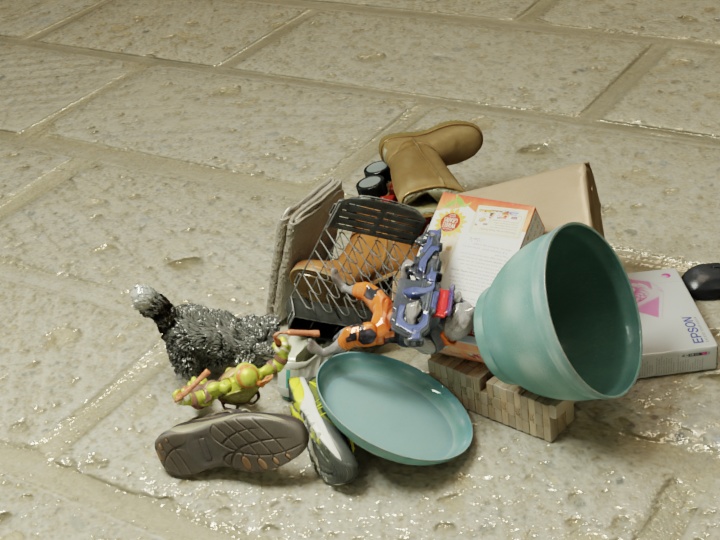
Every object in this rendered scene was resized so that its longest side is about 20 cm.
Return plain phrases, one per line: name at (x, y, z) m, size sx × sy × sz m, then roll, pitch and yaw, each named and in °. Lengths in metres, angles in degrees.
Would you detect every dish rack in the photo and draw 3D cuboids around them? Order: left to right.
dish rack at (0.000, 0.000, 1.589) m, size 0.152 × 0.201 × 0.055 m, roll 10°, pitch 32°, yaw -31°

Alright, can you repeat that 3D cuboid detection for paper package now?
paper package at (0.223, -0.023, 1.637) m, size 0.198 × 0.104 × 0.192 m, roll -13°, pitch 53°, yaw 17°

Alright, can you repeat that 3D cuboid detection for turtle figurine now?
turtle figurine at (-0.146, 0.135, 1.525) m, size 0.199 × 0.065 × 0.161 m, roll -27°, pitch -1°, yaw -24°

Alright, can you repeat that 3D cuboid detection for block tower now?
block tower at (0.169, 0.145, 1.514) m, size 0.199 × 0.058 × 0.054 m, roll 17°, pitch 38°, yaw 39°

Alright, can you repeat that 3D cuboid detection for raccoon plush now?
raccoon plush at (-0.189, 0.077, 1.596) m, size 0.133 × 0.200 × 0.098 m, roll -13°, pitch 65°, yaw 21°

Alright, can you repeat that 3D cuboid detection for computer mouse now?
computer mouse at (0.530, -0.001, 1.702) m, size 0.198 × 0.034 × 0.059 m, roll -13°, pitch 30°, yaw -10°

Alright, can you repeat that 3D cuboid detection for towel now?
towel at (-0.080, -0.028, 1.725) m, size 0.034 × 0.201 × 0.132 m, roll 30°, pitch 43°, yaw 20°

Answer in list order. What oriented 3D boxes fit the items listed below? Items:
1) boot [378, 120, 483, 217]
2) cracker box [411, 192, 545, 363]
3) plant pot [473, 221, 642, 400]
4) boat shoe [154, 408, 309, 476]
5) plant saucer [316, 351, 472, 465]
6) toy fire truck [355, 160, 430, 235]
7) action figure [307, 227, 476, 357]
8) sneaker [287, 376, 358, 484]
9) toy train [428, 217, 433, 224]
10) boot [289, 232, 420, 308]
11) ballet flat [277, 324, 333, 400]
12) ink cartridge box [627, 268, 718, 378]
boot at (0.121, -0.147, 1.836) m, size 0.173 × 0.067 × 0.200 m, roll -12°, pitch 30°, yaw -6°
cracker box at (0.134, 0.008, 1.557) m, size 0.133 × 0.058 × 0.202 m, roll 11°, pitch 65°, yaw 30°
plant pot at (0.215, 0.060, 1.429) m, size 0.133 × 0.202 × 0.200 m, roll -19°, pitch 18°, yaw 38°
boat shoe at (-0.148, 0.191, 1.468) m, size 0.198 × 0.075 × 0.073 m, roll -7°, pitch 21°, yaw 23°
plant saucer at (0.037, 0.166, 1.467) m, size 0.198 × 0.028 × 0.201 m, roll 18°, pitch 26°, yaw -9°
toy fire truck at (0.100, -0.085, 1.879) m, size 0.198 × 0.130 × 0.177 m, roll -7°, pitch 29°, yaw 21°
action figure at (0.052, 0.043, 1.502) m, size 0.191 × 0.105 × 0.201 m, roll 4°, pitch 41°, yaw 20°
sneaker at (-0.030, 0.177, 1.483) m, size 0.084 × 0.075 × 0.200 m, roll -14°, pitch 31°, yaw -12°
toy train at (0.117, -0.003, 1.742) m, size 0.045 × 0.034 × 0.202 m, roll -20°, pitch 44°, yaw 26°
boot at (-0.004, -0.025, 1.732) m, size 0.198 × 0.074 × 0.156 m, roll 14°, pitch 57°, yaw -21°
ballet flat at (-0.064, 0.091, 1.647) m, size 0.069 × 0.070 × 0.201 m, roll 2°, pitch 31°, yaw 16°
ink cartridge box at (0.340, 0.070, 1.618) m, size 0.197 × 0.044 × 0.197 m, roll -6°, pitch 31°, yaw -1°
